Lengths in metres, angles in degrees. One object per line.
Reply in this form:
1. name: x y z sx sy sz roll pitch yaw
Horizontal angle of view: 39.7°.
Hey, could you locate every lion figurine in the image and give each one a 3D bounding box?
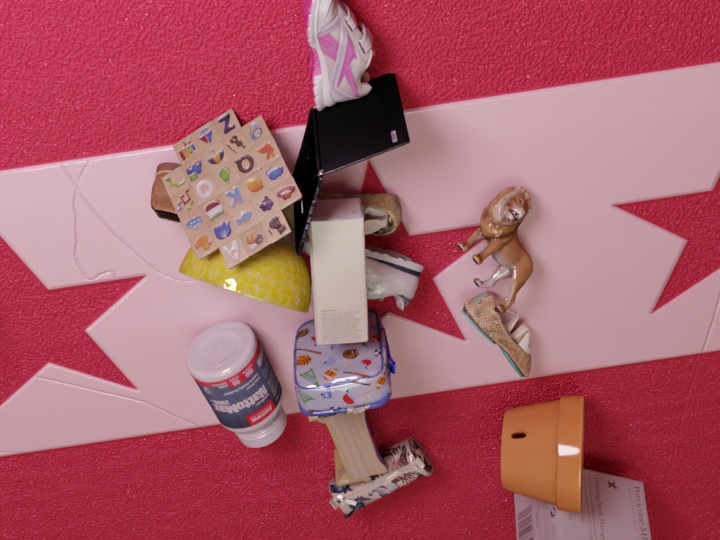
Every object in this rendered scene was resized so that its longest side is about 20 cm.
1. lion figurine: 0.222 -0.031 1.514 0.122 0.072 0.201 -38 137 -11

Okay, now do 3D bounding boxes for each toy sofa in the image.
1. toy sofa: -0.023 0.277 1.733 0.096 0.083 0.202 -15 129 5

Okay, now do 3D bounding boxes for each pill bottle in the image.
1. pill bottle: -0.193 0.191 1.621 0.118 0.120 0.201 -16 130 7

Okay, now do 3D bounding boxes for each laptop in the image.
1. laptop: -0.020 -0.144 1.324 0.102 0.178 0.202 9 127 -13

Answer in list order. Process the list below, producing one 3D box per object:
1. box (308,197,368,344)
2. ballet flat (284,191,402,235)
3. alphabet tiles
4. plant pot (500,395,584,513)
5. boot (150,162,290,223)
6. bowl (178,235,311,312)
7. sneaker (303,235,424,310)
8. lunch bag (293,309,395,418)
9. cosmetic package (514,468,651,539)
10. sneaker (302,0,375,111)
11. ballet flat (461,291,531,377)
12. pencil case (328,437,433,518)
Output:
1. box: -0.032 0.003 1.417 0.081 0.069 0.203 -3 118 -3
2. ballet flat: -0.036 -0.077 1.450 0.197 0.071 0.071 -2 130 -5
3. alphabet tiles: -0.174 -0.111 1.334 0.165 0.202 0.006 -30 161 8
4. plant pot: 0.321 0.317 1.748 0.138 0.201 0.202 1 132 15
5. boot: -0.195 -0.092 1.386 0.197 0.076 0.074 8 152 4
6. bowl: -0.152 -0.020 1.437 0.198 0.200 0.109 19 89 -20
7. sneaker: 0.000 0.000 1.494 0.198 0.076 0.082 18 101 -20
8. lunch bag: -0.024 0.145 1.547 0.158 0.201 0.076 -9 122 3
9. cosmetic package: 0.416 0.485 1.877 0.197 0.169 0.167 15 143 -18
10. sneaker: -0.026 -0.299 1.266 0.087 0.082 0.202 -7 138 -2
11. ballet flat: 0.242 0.104 1.633 0.065 0.071 0.200 -40 128 7
12. pencil case: 0.037 0.376 1.816 0.199 0.090 0.078 -31 103 19
